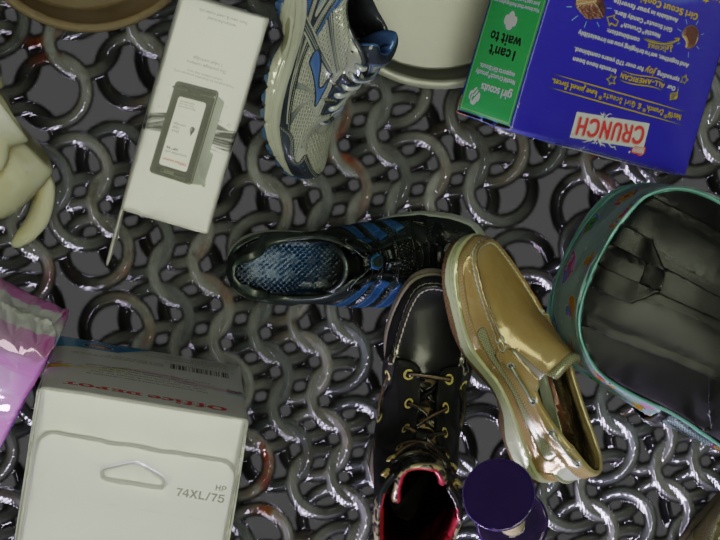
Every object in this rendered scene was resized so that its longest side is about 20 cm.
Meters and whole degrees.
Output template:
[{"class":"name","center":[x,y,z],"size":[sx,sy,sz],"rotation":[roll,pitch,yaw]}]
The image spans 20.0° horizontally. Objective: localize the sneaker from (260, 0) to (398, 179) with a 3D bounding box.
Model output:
[{"class":"sneaker","center":[-0.020,-0.150,1.475],"size":[0.085,0.077,0.200],"rotation":[14,123,13]}]

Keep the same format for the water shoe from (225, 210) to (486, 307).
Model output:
[{"class":"water shoe","center":[0.000,0.000,1.527],"size":[0.199,0.079,0.072],"rotation":[-7,98,-4]}]

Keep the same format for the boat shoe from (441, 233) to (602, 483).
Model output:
[{"class":"boat shoe","center":[0.127,0.062,1.475],"size":[0.072,0.076,0.200],"rotation":[-39,112,-35]}]

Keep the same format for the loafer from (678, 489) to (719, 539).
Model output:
[{"class":"loafer","center":[0.322,0.171,1.582],"size":[0.076,0.067,0.200],"rotation":[33,90,-9]}]

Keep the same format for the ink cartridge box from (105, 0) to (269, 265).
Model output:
[{"class":"ink cartridge box","center":[-0.126,-0.097,1.485],"size":[0.068,0.116,0.200],"rotation":[16,97,-6]}]

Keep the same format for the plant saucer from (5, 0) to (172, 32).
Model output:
[{"class":"plant saucer","center":[-0.200,-0.272,1.471],"size":[0.200,0.029,0.201],"rotation":[-3,98,-25]}]

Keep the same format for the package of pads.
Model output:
[{"class":"package of pads","center":[-0.305,0.084,1.478],"size":[0.120,0.076,0.200],"rotation":[28,122,-8]}]

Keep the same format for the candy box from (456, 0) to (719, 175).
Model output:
[{"class":"candy box","center":[0.182,-0.185,1.493],"size":[0.169,0.077,0.200],"rotation":[12,96,-32]}]

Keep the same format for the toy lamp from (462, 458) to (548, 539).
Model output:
[{"class":"toy lamp","center":[0.108,0.178,1.504],"size":[0.058,0.200,0.058],"rotation":[-2,74,6]}]

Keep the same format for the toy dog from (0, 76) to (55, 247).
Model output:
[{"class":"toy dog","center":[-0.338,-0.072,1.475],"size":[0.200,0.140,0.194],"rotation":[-31,136,-2]}]

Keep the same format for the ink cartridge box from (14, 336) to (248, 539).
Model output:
[{"class":"ink cartridge box","center":[-0.165,0.144,1.471],"size":[0.146,0.200,0.146],"rotation":[10,97,-6]}]

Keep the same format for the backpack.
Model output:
[{"class":"backpack","center":[0.240,0.026,1.514],"size":[0.200,0.153,0.176],"rotation":[25,94,-20]}]

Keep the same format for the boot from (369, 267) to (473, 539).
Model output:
[{"class":"boot","center":[0.046,0.114,1.492],"size":[0.073,0.151,0.200],"rotation":[11,114,-5]}]

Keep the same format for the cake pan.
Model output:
[{"class":"cake pan","center":[0.059,-0.236,1.522],"size":[0.200,0.037,0.201],"rotation":[-1,98,-5]}]
